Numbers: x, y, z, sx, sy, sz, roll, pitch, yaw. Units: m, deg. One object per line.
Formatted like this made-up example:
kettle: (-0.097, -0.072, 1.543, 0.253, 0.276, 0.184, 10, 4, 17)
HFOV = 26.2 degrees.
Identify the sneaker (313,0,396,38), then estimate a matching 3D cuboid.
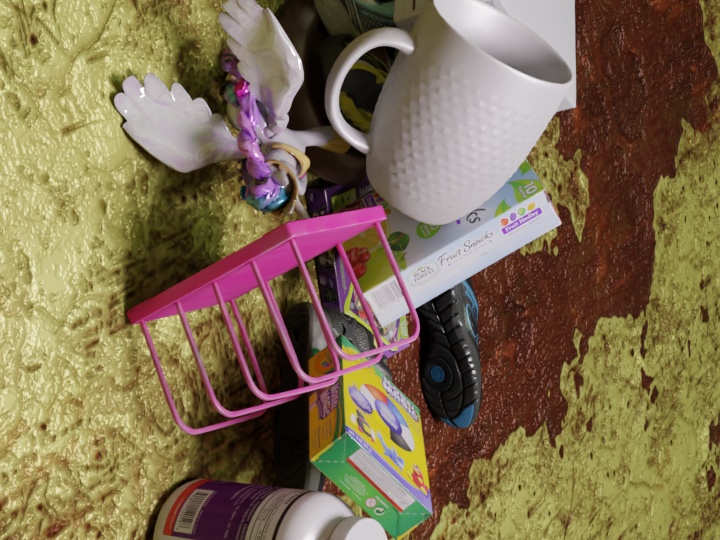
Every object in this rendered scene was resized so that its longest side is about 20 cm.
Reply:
sneaker: (-0.023, -0.313, 1.491, 0.200, 0.086, 0.078, 52, 41, -19)

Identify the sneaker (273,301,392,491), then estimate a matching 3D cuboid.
sneaker: (-0.024, 0.138, 1.514, 0.114, 0.076, 0.201, 12, 75, -32)

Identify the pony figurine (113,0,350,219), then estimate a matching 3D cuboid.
pony figurine: (-0.093, -0.136, 1.361, 0.193, 0.166, 0.200, 50, 18, -10)

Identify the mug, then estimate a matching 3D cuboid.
mug: (0.063, -0.145, 1.381, 0.199, 0.176, 0.148, 20, 28, -23)

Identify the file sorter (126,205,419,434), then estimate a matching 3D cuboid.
file sorter: (-0.070, 0.046, 1.326, 0.139, 0.199, 0.126, -13, 78, -55)

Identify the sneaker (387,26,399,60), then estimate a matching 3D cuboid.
sneaker: (0.059, -0.253, 1.635, 0.074, 0.088, 0.202, -12, 97, -23)

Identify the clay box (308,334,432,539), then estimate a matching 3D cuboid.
clay box: (0.007, 0.139, 1.392, 0.115, 0.048, 0.200, 45, 18, -21)

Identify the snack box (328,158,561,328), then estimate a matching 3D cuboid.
snack box: (0.076, -0.048, 1.486, 0.053, 0.199, 0.143, 57, 5, -38)

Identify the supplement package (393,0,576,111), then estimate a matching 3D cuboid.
supplement package: (0.128, -0.264, 1.535, 0.200, 0.110, 0.157, 43, 42, -49)

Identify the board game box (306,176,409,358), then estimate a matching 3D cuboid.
board game box: (0.000, 0.000, 1.609, 0.120, 0.032, 0.202, -23, 110, -49)

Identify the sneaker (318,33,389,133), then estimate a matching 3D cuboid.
sneaker: (0.021, -0.162, 1.512, 0.200, 0.074, 0.085, 51, 16, -53)

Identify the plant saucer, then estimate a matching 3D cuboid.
plant saucer: (-0.018, -0.188, 1.553, 0.200, 0.032, 0.202, 14, 73, -52)

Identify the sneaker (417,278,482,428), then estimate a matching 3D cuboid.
sneaker: (0.111, 0.076, 1.734, 0.082, 0.073, 0.202, -25, 111, -55)

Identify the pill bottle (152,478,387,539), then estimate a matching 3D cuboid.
pill bottle: (-0.077, 0.245, 1.345, 0.112, 0.199, 0.114, -2, 92, -55)
